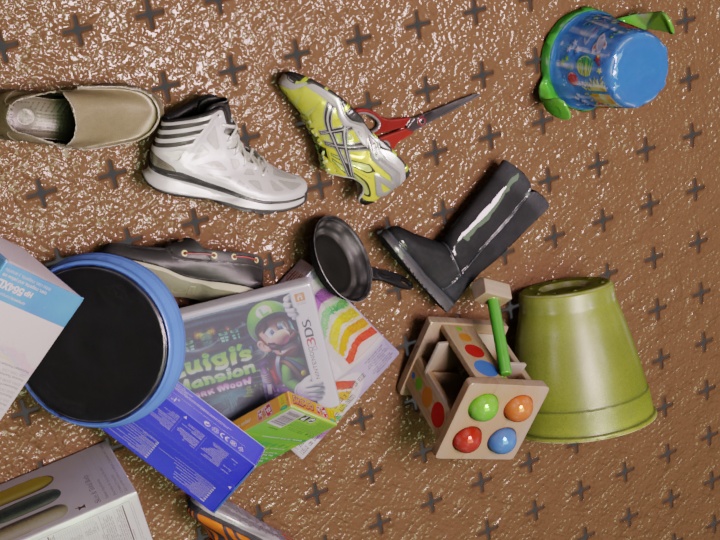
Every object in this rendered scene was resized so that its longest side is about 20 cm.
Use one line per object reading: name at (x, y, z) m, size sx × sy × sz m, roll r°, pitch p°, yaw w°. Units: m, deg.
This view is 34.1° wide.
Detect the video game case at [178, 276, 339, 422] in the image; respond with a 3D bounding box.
video game case at (-0.138, 0.111, 1.408) m, size 0.200 × 0.023 × 0.182 m, roll -14°, pitch 119°, yaw -3°

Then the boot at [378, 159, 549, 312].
boot at (0.136, -0.065, 1.530) m, size 0.200 × 0.066 × 0.165 m, roll -45°, pitch 132°, yaw -1°

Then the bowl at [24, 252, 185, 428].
bowl at (-0.298, 0.081, 1.320) m, size 0.200 × 0.039 × 0.201 m, roll 1°, pitch 96°, yaw 9°

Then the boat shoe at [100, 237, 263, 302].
boat shoe at (-0.211, -0.004, 1.388) m, size 0.201 × 0.074 × 0.063 m, roll 11°, pitch 66°, yaw -19°

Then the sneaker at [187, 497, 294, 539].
sneaker at (-0.163, 0.372, 1.514) m, size 0.200 × 0.078 × 0.112 m, roll 38°, pitch 86°, yaw -30°

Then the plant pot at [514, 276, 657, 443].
plant pot at (0.293, 0.113, 1.609) m, size 0.200 × 0.200 × 0.193 m, roll -12°, pitch 98°, yaw -23°

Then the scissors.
scissors at (0.067, -0.181, 1.497) m, size 0.200 × 0.014 × 0.073 m, roll -12°, pitch 108°, yaw -24°

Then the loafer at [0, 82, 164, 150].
loafer at (-0.309, -0.165, 1.285) m, size 0.200 × 0.067 × 0.076 m, roll -8°, pitch 109°, yaw -24°

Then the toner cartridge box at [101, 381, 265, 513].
toner cartridge box at (-0.221, 0.189, 1.386) m, size 0.200 × 0.043 × 0.095 m, roll 39°, pitch 117°, yaw -5°

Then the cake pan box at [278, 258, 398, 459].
cake pan box at (-0.078, 0.116, 1.495) m, size 0.200 × 0.052 × 0.184 m, roll -46°, pitch 117°, yaw -6°

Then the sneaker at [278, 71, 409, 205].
sneaker at (-0.028, -0.158, 1.414) m, size 0.200 × 0.075 × 0.076 m, roll 43°, pitch 91°, yaw -18°

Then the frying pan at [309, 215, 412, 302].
frying pan at (-0.007, -0.016, 1.493) m, size 0.190 × 0.031 × 0.115 m, roll -10°, pitch 79°, yaw -59°

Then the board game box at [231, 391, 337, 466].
board game box at (-0.136, 0.212, 1.444) m, size 0.200 × 0.030 × 0.095 m, roll -32°, pitch 145°, yaw 21°

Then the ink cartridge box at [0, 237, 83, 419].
ink cartridge box at (-0.422, 0.064, 1.242) m, size 0.200 × 0.128 × 0.125 m, roll -56°, pitch 147°, yaw -2°

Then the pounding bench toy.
pounding bench toy at (0.160, 0.129, 1.520) m, size 0.124 × 0.156 × 0.200 m, roll 5°, pitch 122°, yaw -27°

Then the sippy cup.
sippy cup at (0.326, -0.268, 1.528) m, size 0.139 × 0.130 × 0.178 m, roll 16°, pitch 98°, yaw -28°

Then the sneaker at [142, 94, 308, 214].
sneaker at (-0.142, -0.136, 1.359) m, size 0.200 × 0.076 × 0.116 m, roll 8°, pitch 117°, yaw -25°

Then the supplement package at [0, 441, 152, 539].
supplement package at (-0.352, 0.326, 1.365) m, size 0.200 × 0.152 × 0.151 m, roll -21°, pitch 113°, yaw -19°
